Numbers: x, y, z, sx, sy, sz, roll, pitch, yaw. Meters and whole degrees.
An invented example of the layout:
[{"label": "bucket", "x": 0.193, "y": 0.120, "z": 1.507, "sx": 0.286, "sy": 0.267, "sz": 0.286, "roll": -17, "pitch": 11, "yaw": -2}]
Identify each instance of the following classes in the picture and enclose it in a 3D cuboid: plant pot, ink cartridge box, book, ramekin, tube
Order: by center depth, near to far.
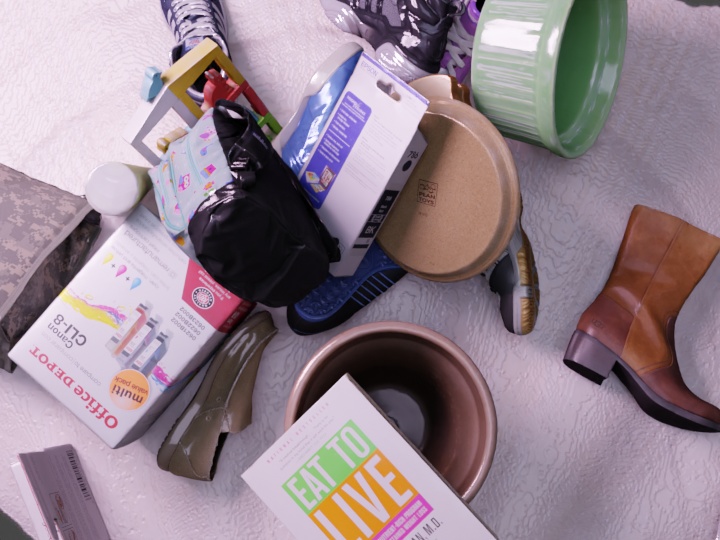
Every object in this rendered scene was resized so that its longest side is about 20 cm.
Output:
[{"label": "book", "x": 0.008, "y": 0.211, "z": 0.929, "sx": 0.134, "sy": 0.048, "sz": 0.200, "roll": -44, "pitch": 86, "yaw": 0}, {"label": "ink cartridge box", "x": -0.002, "y": -0.103, "z": 1.030, "sx": 0.099, "sy": 0.039, "sz": 0.201, "roll": 43, "pitch": 115, "yaw": 28}, {"label": "ink cartridge box", "x": -0.291, "y": 0.275, "z": 1.032, "sx": 0.044, "sy": 0.176, "sz": 0.202, "roll": -24, "pitch": 83, "yaw": -2}, {"label": "plant pot", "x": 0.029, "y": 0.155, "z": 1.041, "sx": 0.198, "sy": 0.175, "sz": 0.203, "roll": 0, "pitch": 84, "yaw": 2}, {"label": "tube", "x": -0.241, "y": -0.084, "z": 1.065, "sx": 0.057, "sy": 0.200, "sz": 0.053, "roll": 8, "pitch": 93, "yaw": -8}, {"label": "ink cartridge box", "x": -0.228, "y": 0.060, "z": 1.070, "sx": 0.145, "sy": 0.145, "sz": 0.200, "roll": 40, "pitch": 86, "yaw": 1}, {"label": "ramekin", "x": 0.194, "y": -0.222, "z": 1.073, "sx": 0.097, "sy": 0.200, "sz": 0.202, "roll": 15, "pitch": 83, "yaw": 29}]

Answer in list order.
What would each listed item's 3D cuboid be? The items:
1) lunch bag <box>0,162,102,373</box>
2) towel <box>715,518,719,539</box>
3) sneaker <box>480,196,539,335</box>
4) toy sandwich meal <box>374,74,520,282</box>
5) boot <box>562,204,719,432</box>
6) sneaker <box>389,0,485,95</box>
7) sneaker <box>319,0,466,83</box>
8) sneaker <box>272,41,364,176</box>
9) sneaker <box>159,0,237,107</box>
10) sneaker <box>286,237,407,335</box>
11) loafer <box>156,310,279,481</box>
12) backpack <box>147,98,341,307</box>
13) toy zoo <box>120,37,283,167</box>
[{"label": "lunch bag", "x": -0.385, "y": -0.021, "z": 1.095, "sx": 0.163, "sy": 0.118, "sz": 0.201, "roll": 22, "pitch": 54, "yaw": 7}, {"label": "towel", "x": 0.469, "y": 0.294, "z": 1.093, "sx": 0.198, "sy": 0.024, "sz": 0.149, "roll": 14, "pitch": 81, "yaw": 1}, {"label": "sneaker", "x": 0.138, "y": -0.026, "z": 1.122, "sx": 0.087, "sy": 0.076, "sz": 0.202, "roll": -12, "pitch": 80, "yaw": 16}, {"label": "toy sandwich meal", "x": 0.081, "y": -0.089, "z": 1.054, "sx": 0.203, "sy": 0.070, "sz": 0.208, "roll": 10, "pitch": 108, "yaw": 32}, {"label": "boot", "x": 0.337, "y": 0.053, "z": 1.117, "sx": 0.187, "sy": 0.069, "sz": 0.201, "roll": 28, "pitch": 77, "yaw": 12}, {"label": "sneaker", "x": 0.097, "y": -0.240, "z": 1.119, "sx": 0.072, "sy": 0.114, "sz": 0.201, "roll": 36, "pitch": 86, "yaw": 3}, {"label": "sneaker", "x": 0.038, "y": -0.286, "z": 1.103, "sx": 0.200, "sy": 0.075, "sz": 0.114, "roll": 50, "pitch": 117, "yaw": 35}, {"label": "sneaker", "x": -0.026, "y": -0.140, "z": 1.126, "sx": 0.111, "sy": 0.077, "sz": 0.201, "roll": 33, "pitch": 85, "yaw": 6}, {"label": "sneaker", "x": -0.179, "y": -0.261, "z": 1.128, "sx": 0.069, "sy": 0.109, "sz": 0.202, "roll": -15, "pitch": 83, "yaw": -1}, {"label": "sneaker", "x": 0.000, "y": 0.000, "z": 1.119, "sx": 0.199, "sy": 0.078, "sz": 0.070, "roll": -32, "pitch": 81, "yaw": -24}, {"label": "loafer", "x": -0.138, "y": 0.135, "z": 1.101, "sx": 0.067, "sy": 0.076, "sz": 0.201, "roll": 32, "pitch": 95, "yaw": 4}, {"label": "backpack", "x": -0.122, "y": -0.070, "z": 0.996, "sx": 0.126, "sy": 0.167, "sz": 0.201, "roll": -35, "pitch": 44, "yaw": 6}, {"label": "toy zoo", "x": -0.163, "y": -0.149, "z": 1.075, "sx": 0.020, "sy": 0.200, "sz": 0.131, "roll": 38, "pitch": 84, "yaw": 31}]
